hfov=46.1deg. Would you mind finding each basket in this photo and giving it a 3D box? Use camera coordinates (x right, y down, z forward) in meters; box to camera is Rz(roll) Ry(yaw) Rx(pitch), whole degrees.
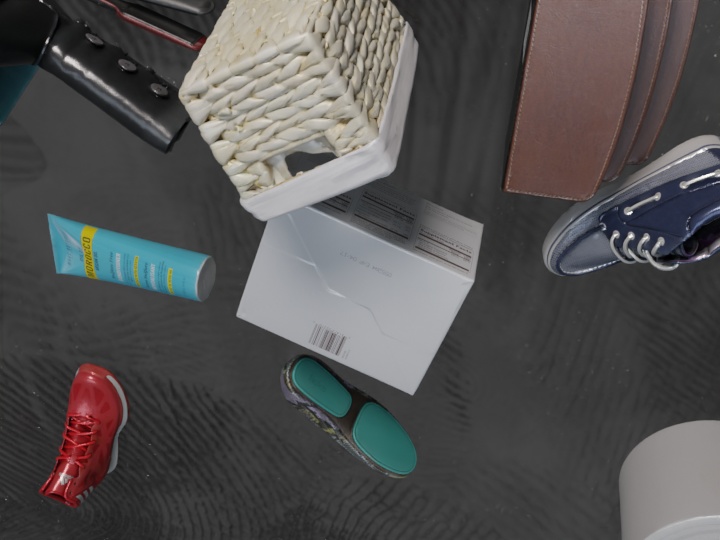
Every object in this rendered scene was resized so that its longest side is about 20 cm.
[{"bbox_3d":[-0.043,-0.162,0.685,0.134,0.202,0.124,-17,127,25],"label":"basket"}]

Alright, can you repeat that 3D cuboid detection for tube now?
[{"bbox_3d":[-0.262,-0.011,0.957,0.197,0.050,0.079,12,117,14],"label":"tube"}]

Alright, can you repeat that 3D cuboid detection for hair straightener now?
[{"bbox_3d":[-0.225,-0.278,0.783,0.198,0.041,0.078,26,125,3],"label":"hair straightener"}]

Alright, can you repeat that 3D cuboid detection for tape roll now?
[{"bbox_3d":[0.383,0.284,0.913,0.199,0.140,0.205,6,123,10],"label":"tape roll"}]

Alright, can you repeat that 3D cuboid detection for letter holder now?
[{"bbox_3d":[0.202,-0.166,0.699,0.140,0.101,0.203,9,124,7],"label":"letter holder"}]

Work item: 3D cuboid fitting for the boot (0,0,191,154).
[{"bbox_3d":[-0.253,-0.171,0.768,0.199,0.166,0.066,39,122,-16],"label":"boot"}]

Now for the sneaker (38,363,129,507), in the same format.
[{"bbox_3d":[-0.355,0.225,1.085,0.077,0.116,0.202,12,124,7],"label":"sneaker"}]

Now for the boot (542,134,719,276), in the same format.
[{"bbox_3d":[0.253,-0.034,0.765,0.072,0.091,0.199,31,127,-30],"label":"boot"}]

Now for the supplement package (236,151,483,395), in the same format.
[{"bbox_3d":[0.000,0.000,0.850,0.198,0.111,0.157,24,124,-1],"label":"supplement package"}]

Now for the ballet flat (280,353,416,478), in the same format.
[{"bbox_3d":[-0.018,0.172,1.002,0.200,0.072,0.072,42,122,-13],"label":"ballet flat"}]

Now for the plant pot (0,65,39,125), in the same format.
[{"bbox_3d":[-0.432,-0.232,0.807,0.200,0.142,0.141,46,122,-7],"label":"plant pot"}]
